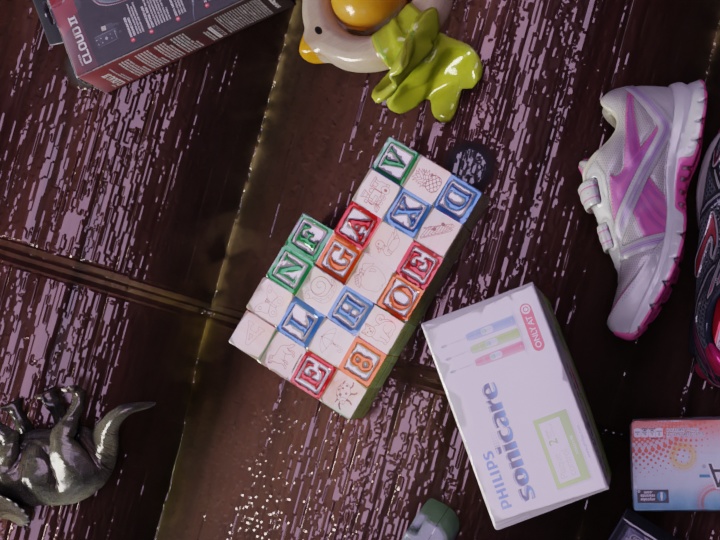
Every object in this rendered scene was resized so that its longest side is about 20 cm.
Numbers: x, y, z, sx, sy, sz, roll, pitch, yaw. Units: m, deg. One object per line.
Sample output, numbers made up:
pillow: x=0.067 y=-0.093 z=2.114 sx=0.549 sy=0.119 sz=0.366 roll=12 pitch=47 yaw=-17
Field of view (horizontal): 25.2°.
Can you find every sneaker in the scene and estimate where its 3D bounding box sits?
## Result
sneaker: x=0.287 y=-0.013 z=1.192 sx=0.080 sy=0.075 sz=0.202 roll=3 pitch=86 yaw=11
sneaker: x=0.204 y=-0.049 z=1.212 sx=0.087 sy=0.081 sz=0.202 roll=10 pitch=80 yaw=12

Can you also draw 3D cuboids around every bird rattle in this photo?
bird rattle: x=0.028 y=-0.222 z=1.246 sx=0.162 sy=0.112 sz=0.202 roll=6 pitch=84 yaw=27

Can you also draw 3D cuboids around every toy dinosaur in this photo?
toy dinosaur: x=-0.246 y=0.149 z=1.291 sx=0.198 sy=0.077 sz=0.103 roll=-19 pitch=95 yaw=4

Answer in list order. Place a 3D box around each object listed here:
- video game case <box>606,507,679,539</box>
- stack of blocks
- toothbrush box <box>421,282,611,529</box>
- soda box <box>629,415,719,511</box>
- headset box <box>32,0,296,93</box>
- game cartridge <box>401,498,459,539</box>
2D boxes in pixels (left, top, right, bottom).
video game case: x=0.235 y=0.302 z=1.179 sx=0.199 sy=0.025 sz=0.182 roll=31 pitch=110 yaw=11
stack of blocks: x=0.000 y=0.000 z=1.252 sx=0.115 sy=0.059 sz=0.201 roll=32 pitch=92 yaw=11
toothbrush box: x=0.116 y=0.096 z=1.153 sx=0.085 sy=0.200 sz=0.147 roll=-21 pitch=82 yaw=9
soda box: x=0.298 y=0.141 z=1.185 sx=0.198 sy=0.064 sz=0.069 roll=-1 pitch=86 yaw=11
headset box: x=-0.173 y=-0.245 z=1.293 sx=0.198 sy=0.075 sz=0.150 roll=-24 pitch=82 yaw=8
game cartridge: x=0.012 y=0.265 z=1.194 sx=0.041 sy=0.133 sz=0.201 roll=31 pitch=93 yaw=11
